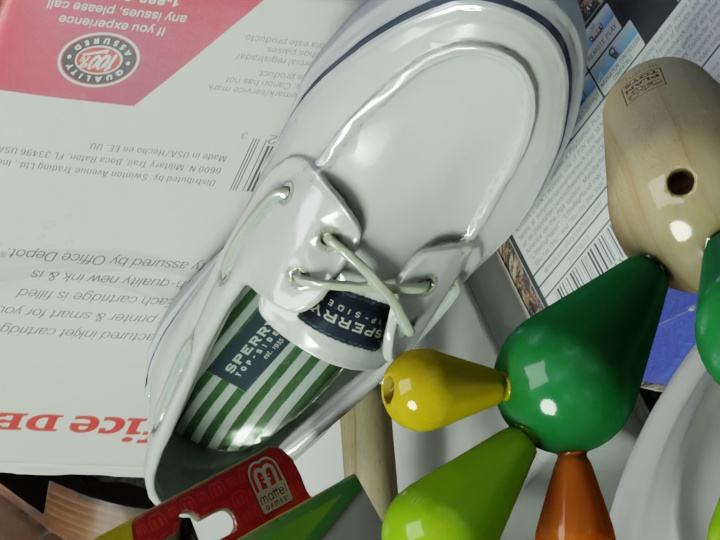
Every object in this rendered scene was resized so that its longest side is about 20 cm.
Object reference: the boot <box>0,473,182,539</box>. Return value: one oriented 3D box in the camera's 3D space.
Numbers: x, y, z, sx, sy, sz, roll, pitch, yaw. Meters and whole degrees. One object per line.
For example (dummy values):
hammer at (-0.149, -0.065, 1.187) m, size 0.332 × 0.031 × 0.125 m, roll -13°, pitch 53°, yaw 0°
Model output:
boot at (-0.141, 0.173, 1.108) m, size 0.186 × 0.064 × 0.201 m, roll 13°, pitch 95°, yaw 56°

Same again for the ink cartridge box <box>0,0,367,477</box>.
ink cartridge box at (-0.074, -0.035, 0.851) m, size 0.200 × 0.146 × 0.083 m, roll -62°, pitch 36°, yaw 38°

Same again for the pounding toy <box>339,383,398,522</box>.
pounding toy at (-0.015, 0.175, 0.806) m, size 0.184 × 0.200 × 0.142 m, roll 45°, pitch 129°, yaw -1°

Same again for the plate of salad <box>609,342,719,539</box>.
plate of salad at (0.144, 0.045, 0.661) m, size 0.200 × 0.048 × 0.200 m, roll -30°, pitch 33°, yaw 22°

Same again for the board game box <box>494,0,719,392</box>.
board game box at (0.099, -0.088, 0.822) m, size 0.160 × 0.097 × 0.200 m, roll -52°, pitch 43°, yaw 30°

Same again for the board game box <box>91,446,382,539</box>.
board game box at (0.003, 0.144, 0.746) m, size 0.030 × 0.095 × 0.200 m, roll -36°, pitch 83°, yaw 41°

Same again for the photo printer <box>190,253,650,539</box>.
photo printer at (0.003, 0.033, 0.939) m, size 0.166 × 0.069 × 0.200 m, roll -51°, pitch 44°, yaw 31°

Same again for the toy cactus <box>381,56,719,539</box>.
toy cactus at (0.080, -0.001, 0.658) m, size 0.200 × 0.102 × 0.165 m, roll -42°, pitch 29°, yaw 16°

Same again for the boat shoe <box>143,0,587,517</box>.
boat shoe at (0.000, 0.000, 0.779) m, size 0.067 × 0.073 × 0.200 m, roll -80°, pitch 18°, yaw -46°
